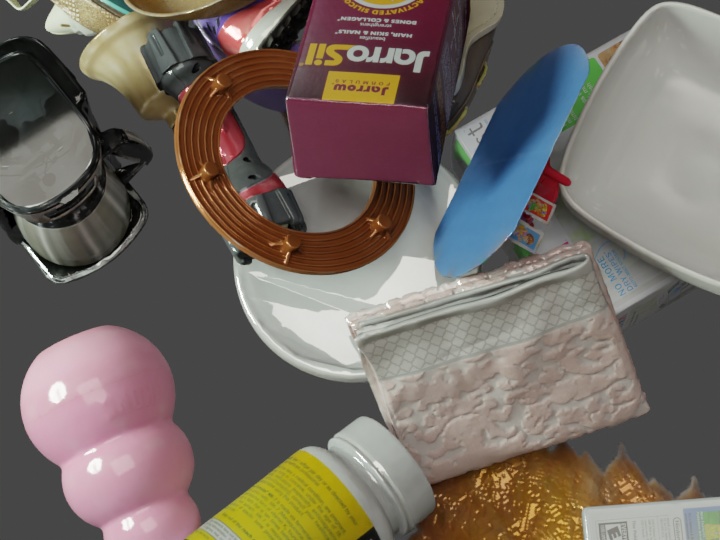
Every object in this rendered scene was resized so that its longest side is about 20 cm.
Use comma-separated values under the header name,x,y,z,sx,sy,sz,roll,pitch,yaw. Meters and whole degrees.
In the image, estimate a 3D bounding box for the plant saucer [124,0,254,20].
name,x,y,z,sx,sy,sz,roll,pitch,yaw
plant saucer,-0.103,-0.267,1.531,0.199,0.035,0.201,-21,42,21

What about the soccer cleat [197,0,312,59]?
name,x,y,z,sx,sy,sz,roll,pitch,yaw
soccer cleat,-0.051,-0.255,1.549,0.073,0.068,0.200,36,82,14

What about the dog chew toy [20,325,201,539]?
name,x,y,z,sx,sy,sz,roll,pitch,yaw
dog chew toy,-0.189,0.148,1.504,0.124,0.125,0.201,-23,81,-3

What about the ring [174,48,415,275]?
name,x,y,z,sx,sy,sz,roll,pitch,yaw
ring,-0.047,-0.089,1.466,0.200,0.019,0.201,13,58,-21

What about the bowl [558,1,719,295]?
name,x,y,z,sx,sy,sz,roll,pitch,yaw
bowl,0.265,-0.085,1.467,0.199,0.075,0.200,29,76,8

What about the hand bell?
name,x,y,z,sx,sy,sz,roll,pitch,yaw
hand bell,-0.142,-0.113,1.584,0.104,0.104,0.201,-30,77,-5

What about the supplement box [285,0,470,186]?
name,x,y,z,sx,sy,sz,roll,pitch,yaw
supplement box,0.017,-0.167,1.451,0.110,0.086,0.201,5,50,10

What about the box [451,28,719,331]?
name,x,y,z,sx,sy,sz,roll,pitch,yaw
box,0.197,-0.061,1.550,0.176,0.097,0.201,-29,75,-7

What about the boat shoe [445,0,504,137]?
name,x,y,z,sx,sy,sz,roll,pitch,yaw
boat shoe,0.073,-0.176,1.577,0.071,0.060,0.200,9,37,12

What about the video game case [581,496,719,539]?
name,x,y,z,sx,sy,sz,roll,pitch,yaw
video game case,0.273,0.279,1.485,0.181,0.022,0.201,-5,73,2

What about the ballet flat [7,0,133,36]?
name,x,y,z,sx,sy,sz,roll,pitch,yaw
ballet flat,-0.268,-0.246,1.656,0.200,0.070,0.065,37,107,15

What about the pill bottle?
name,x,y,z,sx,sy,sz,roll,pitch,yaw
pill bottle,-0.046,0.208,1.467,0.200,0.114,0.114,-37,75,-19

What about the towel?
name,x,y,z,sx,sy,sz,roll,pitch,yaw
towel,0.108,0.077,1.464,0.199,0.191,0.032,-18,41,8

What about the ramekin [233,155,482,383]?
name,x,y,z,sx,sy,sz,roll,pitch,yaw
ramekin,0.000,0.000,1.544,0.201,0.094,0.203,-1,73,3

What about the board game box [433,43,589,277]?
name,x,y,z,sx,sy,sz,roll,pitch,yaw
board game box,0.126,-0.075,1.441,0.039,0.158,0.201,30,78,-16

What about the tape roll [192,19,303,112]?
name,x,y,z,sx,sy,sz,roll,pitch,yaw
tape roll,-0.048,-0.241,1.622,0.199,0.085,0.201,-1,74,2

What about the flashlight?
name,x,y,z,sx,sy,sz,roll,pitch,yaw
flashlight,-0.113,-0.104,1.497,0.068,0.068,0.201,-19,72,-29

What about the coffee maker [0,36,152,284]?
name,x,y,z,sx,sy,sz,roll,pitch,yaw
coffee maker,-0.277,-0.098,1.534,0.191,0.200,0.135,27,77,10
